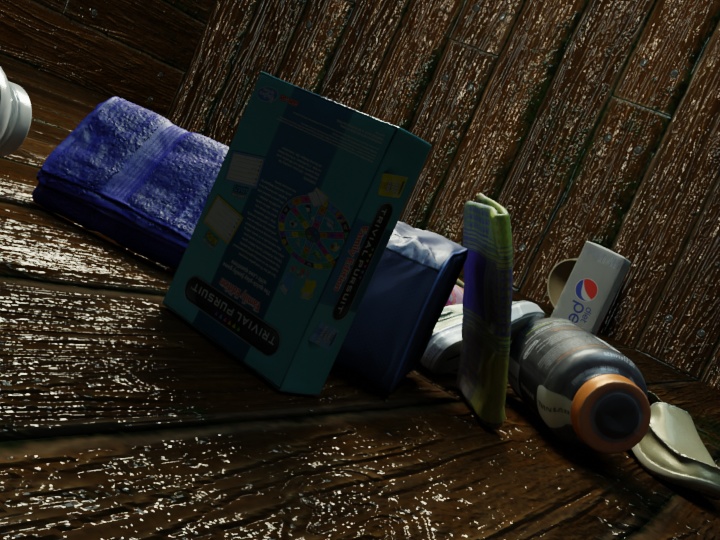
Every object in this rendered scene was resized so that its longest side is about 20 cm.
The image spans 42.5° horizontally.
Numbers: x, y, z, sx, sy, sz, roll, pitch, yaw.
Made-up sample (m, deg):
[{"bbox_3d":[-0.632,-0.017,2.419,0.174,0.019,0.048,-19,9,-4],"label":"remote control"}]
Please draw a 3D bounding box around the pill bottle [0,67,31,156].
[{"bbox_3d":[-0.407,-0.163,0.855,0.112,0.113,0.200,28,7,28],"label":"pill bottle"}]

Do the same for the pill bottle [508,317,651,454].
[{"bbox_3d":[0.222,0.119,0.940,0.106,0.107,0.200,23,6,-9],"label":"pill bottle"}]

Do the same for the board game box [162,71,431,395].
[{"bbox_3d":[-0.053,-0.031,0.696,0.151,0.201,0.047,29,8,38],"label":"board game box"}]

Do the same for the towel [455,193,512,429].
[{"bbox_3d":[0.114,0.036,0.866,0.023,0.201,0.144,0,12,-5],"label":"towel"}]

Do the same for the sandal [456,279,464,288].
[{"bbox_3d":[0.123,0.057,1.242,0.200,0.080,0.054,24,29,-42],"label":"sandal"}]

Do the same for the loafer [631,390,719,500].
[{"bbox_3d":[0.335,0.183,1.006,0.075,0.069,0.200,22,7,-17],"label":"loafer"}]

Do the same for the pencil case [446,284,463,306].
[{"bbox_3d":[0.056,0.041,1.059,0.199,0.088,0.087,20,8,-30],"label":"pencil case"}]

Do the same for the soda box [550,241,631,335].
[{"bbox_3d":[0.321,0.062,1.352,0.063,0.201,0.068,26,5,22],"label":"soda box"}]

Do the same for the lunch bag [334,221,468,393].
[{"bbox_3d":[0.005,0.016,0.827,0.132,0.136,0.200,25,7,10],"label":"lunch bag"}]

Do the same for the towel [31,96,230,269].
[{"bbox_3d":[-0.201,-0.088,0.903,0.199,0.148,0.050,25,-28,11],"label":"towel"}]

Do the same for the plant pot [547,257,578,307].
[{"bbox_3d":[0.685,0.038,2.734,0.187,0.188,0.200,29,30,35],"label":"plant pot"}]

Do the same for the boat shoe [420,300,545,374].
[{"bbox_3d":[0.129,0.059,1.018,0.200,0.072,0.062,-10,48,-45],"label":"boat shoe"}]
